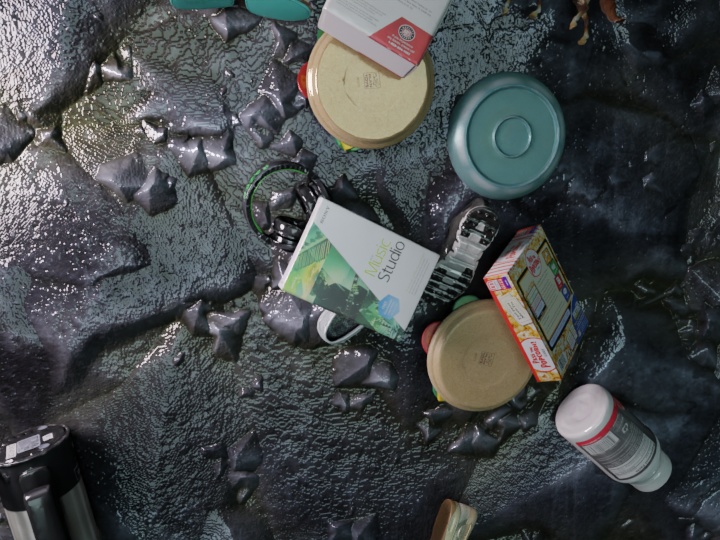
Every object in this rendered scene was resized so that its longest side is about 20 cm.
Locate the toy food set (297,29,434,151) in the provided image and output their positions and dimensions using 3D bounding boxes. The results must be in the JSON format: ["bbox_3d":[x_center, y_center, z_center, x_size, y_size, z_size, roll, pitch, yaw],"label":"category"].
[{"bbox_3d":[0.012,-0.280,0.900,0.197,0.049,0.201,-24,105,-4],"label":"toy food set"}]

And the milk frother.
[{"bbox_3d":[-0.506,0.355,0.877,0.199,0.180,0.189,-12,103,-10],"label":"milk frother"}]

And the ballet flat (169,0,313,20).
[{"bbox_3d":[-0.164,-0.394,0.840,0.199,0.072,0.072,1,102,-11],"label":"ballet flat"}]

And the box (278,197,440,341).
[{"bbox_3d":[0.000,0.000,0.891,0.199,0.036,0.145,24,91,-14],"label":"box"}]

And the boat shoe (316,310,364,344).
[{"bbox_3d":[0.017,0.046,0.957,0.201,0.072,0.070,-42,105,1],"label":"boat shoe"}]

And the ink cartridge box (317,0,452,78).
[{"bbox_3d":[0.052,-0.391,0.822,0.146,0.083,0.201,28,89,-11],"label":"ink cartridge box"}]

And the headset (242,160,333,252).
[{"bbox_3d":[-0.079,-0.074,0.904,0.200,0.094,0.124,34,95,-31],"label":"headset"}]

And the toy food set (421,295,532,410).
[{"bbox_3d":[0.199,0.137,1.010,0.197,0.049,0.201,-5,104,-11],"label":"toy food set"}]

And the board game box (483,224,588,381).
[{"bbox_3d":[0.286,0.050,0.973,0.151,0.046,0.201,-44,110,-42],"label":"board game box"}]

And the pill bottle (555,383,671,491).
[{"bbox_3d":[0.446,0.298,1.063,0.200,0.111,0.111,40,93,-15],"label":"pill bottle"}]

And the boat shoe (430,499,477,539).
[{"bbox_3d":[0.150,0.508,1.080,0.065,0.072,0.201,19,93,-12],"label":"boat shoe"}]

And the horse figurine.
[{"bbox_3d":[0.300,-0.423,0.911,0.199,0.050,0.133,17,81,-4],"label":"horse figurine"}]

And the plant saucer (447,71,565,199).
[{"bbox_3d":[0.237,-0.211,0.964,0.199,0.027,0.201,-2,101,-10],"label":"plant saucer"}]

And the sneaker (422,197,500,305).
[{"bbox_3d":[0.158,-0.032,0.967,0.066,0.091,0.200,24,123,-5],"label":"sneaker"}]
